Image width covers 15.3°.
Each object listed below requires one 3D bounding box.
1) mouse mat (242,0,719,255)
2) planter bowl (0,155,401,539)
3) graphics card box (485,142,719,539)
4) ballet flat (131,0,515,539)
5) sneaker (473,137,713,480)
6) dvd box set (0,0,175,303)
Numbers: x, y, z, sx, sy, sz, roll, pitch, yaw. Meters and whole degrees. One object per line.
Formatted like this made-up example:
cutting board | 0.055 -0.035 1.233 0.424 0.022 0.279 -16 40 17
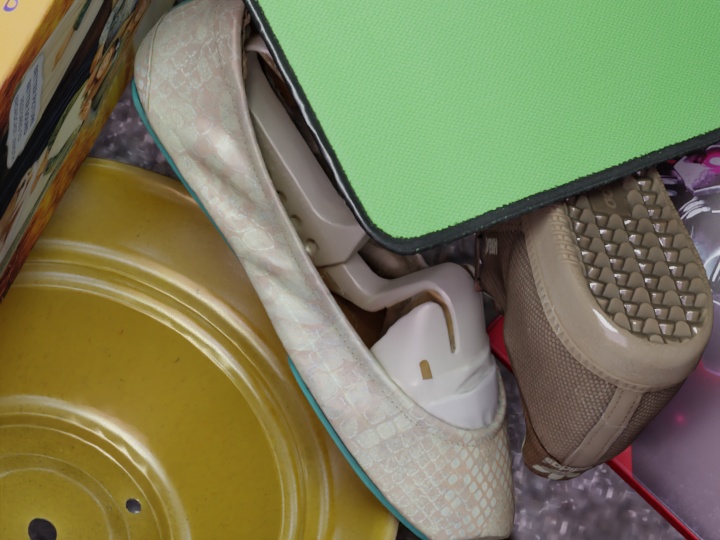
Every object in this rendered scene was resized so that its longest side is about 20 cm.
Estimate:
mouse mat | 0.038 -0.097 0.784 0.008 0.199 0.161 -36 78 48
planter bowl | -0.092 0.066 0.859 0.200 0.201 0.084 36 137 4
graphics card box | 0.149 -0.009 0.860 0.125 0.051 0.200 44 95 13
ballet flat | 0.000 0.000 0.833 0.062 0.067 0.200 -30 98 37
sneaker | 0.056 -0.026 0.825 0.070 0.201 0.076 15 132 -18
dvd box set | -0.078 -0.094 0.802 0.029 0.146 0.201 25 62 4
